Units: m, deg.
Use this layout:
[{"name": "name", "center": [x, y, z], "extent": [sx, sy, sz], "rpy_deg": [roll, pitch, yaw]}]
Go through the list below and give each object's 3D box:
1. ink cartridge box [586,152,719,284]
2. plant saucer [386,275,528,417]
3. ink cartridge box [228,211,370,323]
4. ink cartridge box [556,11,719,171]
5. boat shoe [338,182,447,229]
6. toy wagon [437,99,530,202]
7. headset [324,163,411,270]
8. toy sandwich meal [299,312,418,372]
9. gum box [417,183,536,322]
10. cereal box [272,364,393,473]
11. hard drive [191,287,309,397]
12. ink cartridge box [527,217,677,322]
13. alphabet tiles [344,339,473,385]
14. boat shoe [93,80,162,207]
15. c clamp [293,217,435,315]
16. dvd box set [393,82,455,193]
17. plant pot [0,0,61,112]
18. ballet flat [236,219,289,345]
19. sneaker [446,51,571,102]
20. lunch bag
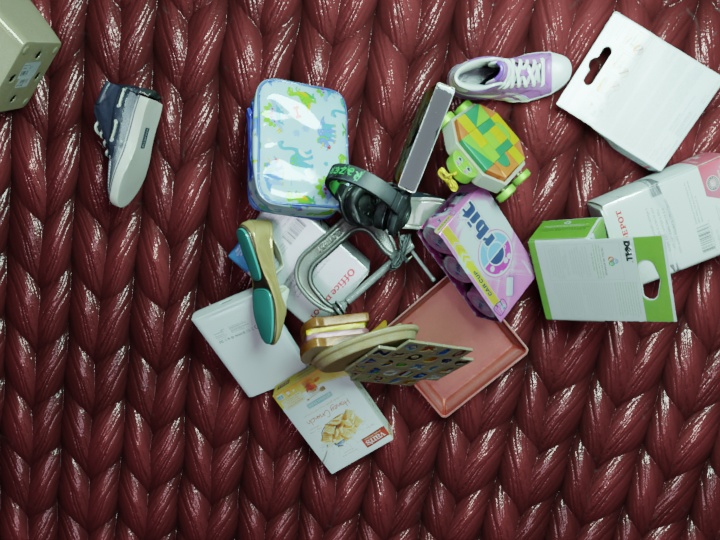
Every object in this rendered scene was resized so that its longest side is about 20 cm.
[{"name": "ink cartridge box", "center": [0.487, -0.080, 0.913], "extent": [0.196, 0.083, 0.149], "rpy_deg": [-22, 101, 8]}, {"name": "plant saucer", "center": [0.160, 0.126, 1.009], "extent": [0.199, 0.037, 0.200], "rpy_deg": [-40, 97, 12]}, {"name": "ink cartridge box", "center": [-0.100, -0.020, 0.970], "extent": [0.199, 0.084, 0.145], "rpy_deg": [41, 102, -5]}, {"name": "ink cartridge box", "center": [0.434, -0.278, 0.898], "extent": [0.198, 0.050, 0.164], "rpy_deg": [33, 104, 5]}, {"name": "boat shoe", "center": [0.056, -0.108, 0.950], "extent": [0.195, 0.062, 0.077], "rpy_deg": [2, 101, 1]}, {"name": "toy wagon", "center": [0.181, -0.177, 0.861], "extent": [0.156, 0.200, 0.040], "rpy_deg": [49, 134, 0]}, {"name": "headset", "center": [0.021, -0.079, 0.834], "extent": [0.122, 0.199, 0.096], "rpy_deg": [18, 77, 41]}, {"name": "toy sandwich meal", "center": [-0.004, 0.106, 0.915], "extent": [0.201, 0.205, 0.072], "rpy_deg": [-21, 73, 8]}, {"name": "gum box", "center": [0.188, -0.032, 0.910], "extent": [0.114, 0.066, 0.201], "rpy_deg": [-46, 113, -18]}, {"name": "cereal box", "center": [-0.048, 0.262, 1.041], "extent": [0.142, 0.040, 0.202], "rpy_deg": [-31, 107, 10]}, {"name": "hard drive", "center": [-0.188, 0.130, 1.004], "extent": [0.129, 0.027, 0.202], "rpy_deg": [-22, 122, 8]}, {"name": "ink cartridge box", "center": [0.378, -0.001, 0.881], "extent": [0.197, 0.076, 0.150], "rpy_deg": [-1, 118, 41]}, {"name": "alphabet tiles", "center": [0.080, 0.152, 0.920], "extent": [0.196, 0.006, 0.166], "rpy_deg": [12, 144, -32]}, {"name": "boat shoe", "center": [-0.409, -0.217, 0.961], "extent": [0.091, 0.075, 0.204], "rpy_deg": [21, 96, 6]}, {"name": "c clamp", "center": [0.000, 0.000, 0.912], "extent": [0.198, 0.027, 0.173], "rpy_deg": [-34, 95, -6]}, {"name": "dvd box set", "center": [0.090, -0.200, 0.855], "extent": [0.029, 0.200, 0.149], "rpy_deg": [20, 104, -3]}, {"name": "plant pot", "center": [-0.601, -0.359, 0.884], "extent": [0.176, 0.200, 0.201], "rpy_deg": [38, 103, -16]}, {"name": "ballet flat", "center": [-0.143, 0.017, 0.907], "extent": [0.068, 0.062, 0.205], "rpy_deg": [8, 112, 49]}, {"name": "sneaker", "center": [0.234, -0.295, 0.868], "extent": [0.195, 0.114, 0.075], "rpy_deg": [-7, 101, 5]}, {"name": "lunch bag", "center": [-0.100, -0.187, 0.886], "extent": [0.157, 0.082, 0.205], "rpy_deg": [1, 80, -23]}]
